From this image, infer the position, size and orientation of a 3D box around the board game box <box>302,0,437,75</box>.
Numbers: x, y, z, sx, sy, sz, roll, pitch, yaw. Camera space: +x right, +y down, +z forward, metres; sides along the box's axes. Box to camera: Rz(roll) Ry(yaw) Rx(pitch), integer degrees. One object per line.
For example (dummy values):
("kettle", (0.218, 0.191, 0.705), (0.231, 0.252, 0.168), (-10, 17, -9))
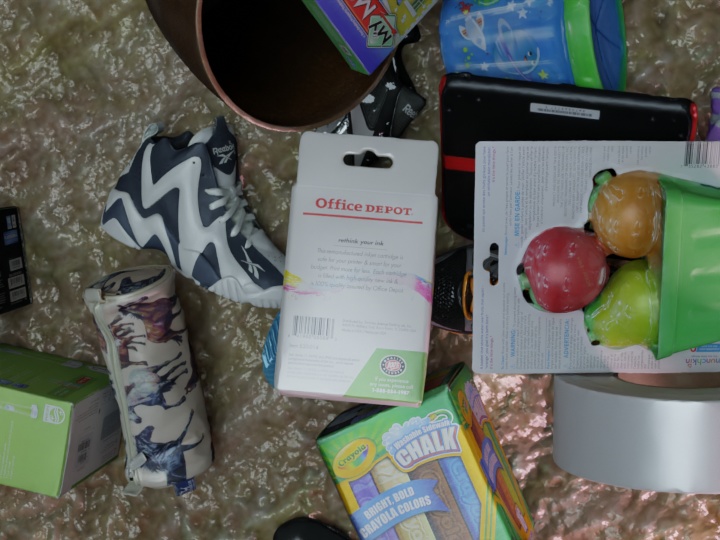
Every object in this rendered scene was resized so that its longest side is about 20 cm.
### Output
("board game box", (-0.007, -0.261, 1.176), (0.135, 0.029, 0.200), (-48, 128, -11))

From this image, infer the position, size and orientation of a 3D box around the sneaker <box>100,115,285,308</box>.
("sneaker", (-0.114, -0.059, 1.358), (0.198, 0.079, 0.131), (27, 109, 17))

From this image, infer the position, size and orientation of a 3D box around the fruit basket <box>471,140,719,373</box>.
("fruit basket", (0.184, -0.010, 1.220), (0.198, 0.094, 0.187), (1, 108, 7))

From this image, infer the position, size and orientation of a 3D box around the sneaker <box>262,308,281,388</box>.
("sneaker", (-0.008, 0.020, 1.318), (0.076, 0.081, 0.201), (35, 78, 6))

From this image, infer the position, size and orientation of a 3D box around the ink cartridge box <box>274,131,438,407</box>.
("ink cartridge box", (0.000, 0.000, 1.244), (0.116, 0.067, 0.202), (5, 83, 3))

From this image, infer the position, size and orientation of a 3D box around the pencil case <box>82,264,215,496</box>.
("pencil case", (-0.179, 0.090, 1.354), (0.077, 0.089, 0.202), (6, 118, 32))

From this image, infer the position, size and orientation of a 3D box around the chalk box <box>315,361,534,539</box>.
("chalk box", (0.049, 0.155, 1.327), (0.123, 0.124, 0.202), (-23, 92, 13))

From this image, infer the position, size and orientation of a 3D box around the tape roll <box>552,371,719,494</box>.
("tape roll", (0.249, 0.115, 1.245), (0.200, 0.202, 0.072), (1, 96, 11))

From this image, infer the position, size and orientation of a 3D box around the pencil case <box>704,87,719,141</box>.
("pencil case", (0.307, -0.049, 1.275), (0.083, 0.085, 0.202), (4, 96, 12))

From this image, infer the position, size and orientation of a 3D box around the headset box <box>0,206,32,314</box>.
("headset box", (-0.412, 0.007, 1.377), (0.198, 0.174, 0.094), (-7, 95, 13))

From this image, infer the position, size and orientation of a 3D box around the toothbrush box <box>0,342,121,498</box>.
("toothbrush box", (-0.319, 0.118, 1.384), (0.198, 0.146, 0.087), (13, 99, 9))

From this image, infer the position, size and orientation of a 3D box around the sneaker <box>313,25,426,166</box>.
("sneaker", (0.007, -0.125, 1.335), (0.090, 0.066, 0.202), (9, 95, 12))

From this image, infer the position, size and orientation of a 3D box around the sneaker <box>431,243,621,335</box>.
("sneaker", (0.131, 0.019, 1.321), (0.198, 0.077, 0.079), (-1, 97, 12))

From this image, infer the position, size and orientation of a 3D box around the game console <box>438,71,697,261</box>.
("game console", (0.160, -0.082, 1.275), (0.198, 0.031, 0.178), (7, 138, 10))

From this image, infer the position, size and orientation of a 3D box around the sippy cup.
("sippy cup", (0.135, -0.187, 1.278), (0.129, 0.140, 0.180), (-4, 72, 21))

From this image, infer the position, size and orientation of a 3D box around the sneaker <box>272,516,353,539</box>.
("sneaker", (-0.011, 0.302, 1.374), (0.074, 0.088, 0.201), (-38, 86, 14))

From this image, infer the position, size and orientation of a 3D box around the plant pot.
("plant pot", (-0.095, -0.226, 1.274), (0.200, 0.186, 0.189), (30, 104, 50))
